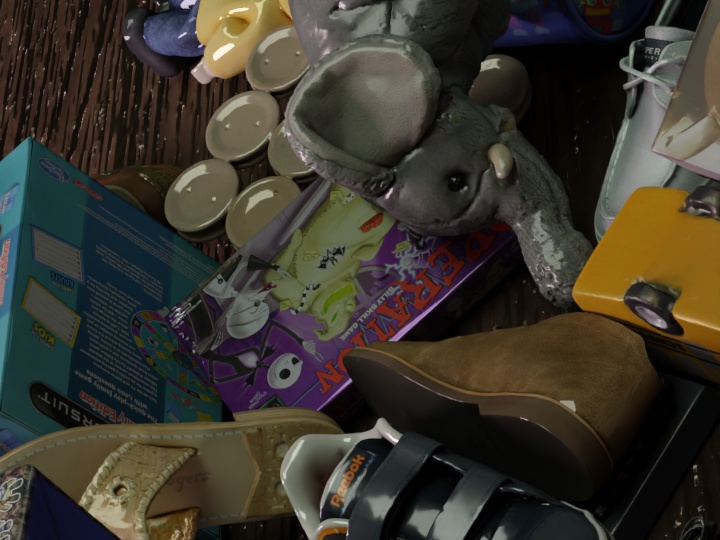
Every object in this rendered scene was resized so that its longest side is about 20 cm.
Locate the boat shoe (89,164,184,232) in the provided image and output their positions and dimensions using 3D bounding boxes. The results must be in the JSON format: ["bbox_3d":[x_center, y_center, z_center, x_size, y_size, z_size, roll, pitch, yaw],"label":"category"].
[{"bbox_3d":[-0.176,-0.018,1.397,0.199,0.072,0.068,-11,22,45],"label":"boat shoe"}]

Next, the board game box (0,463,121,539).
[{"bbox_3d":[-0.180,0.194,1.006,0.199,0.159,0.097,-22,42,26],"label":"board game box"}]

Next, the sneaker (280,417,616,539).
[{"bbox_3d":[0.031,0.119,1.023,0.199,0.079,0.079,5,57,55],"label":"sneaker"}]

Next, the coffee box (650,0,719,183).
[{"bbox_3d":[0.224,-0.123,0.999,0.113,0.080,0.201,23,94,27],"label":"coffee box"}]

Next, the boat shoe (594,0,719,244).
[{"bbox_3d":[0.161,-0.099,1.123,0.070,0.071,0.202,8,62,48],"label":"boat shoe"}]

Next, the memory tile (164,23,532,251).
[{"bbox_3d":[-0.009,-0.067,1.278,0.199,0.017,0.154,14,66,36],"label":"memory tile"}]

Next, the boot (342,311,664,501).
[{"bbox_3d":[0.067,0.056,1.077,0.075,0.074,0.199,-46,28,-22],"label":"boot"}]

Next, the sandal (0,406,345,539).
[{"bbox_3d":[-0.100,0.116,1.104,0.210,0.078,0.070,-12,17,-13],"label":"sandal"}]

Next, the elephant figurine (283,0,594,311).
[{"bbox_3d":[0.027,-0.080,1.141,0.155,0.141,0.202,-13,70,55],"label":"elephant figurine"}]

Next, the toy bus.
[{"bbox_3d":[0.182,0.017,0.988,0.199,0.078,0.065,18,68,51],"label":"toy bus"}]

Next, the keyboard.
[{"bbox_3d":[0.099,0.134,1.011,0.127,0.021,0.201,18,71,51],"label":"keyboard"}]

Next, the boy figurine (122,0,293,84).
[{"bbox_3d":[-0.059,-0.172,1.419,0.199,0.064,0.125,-2,54,43],"label":"boy figurine"}]

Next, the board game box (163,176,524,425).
[{"bbox_3d":[0.000,0.000,1.198,0.200,0.032,0.120,-42,56,2],"label":"board game box"}]

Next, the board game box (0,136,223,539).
[{"bbox_3d":[-0.143,0.045,1.220,0.047,0.151,0.201,-35,36,30],"label":"board game box"}]

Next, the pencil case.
[{"bbox_3d":[0.071,-0.170,1.269,0.078,0.087,0.199,-26,22,-39],"label":"pencil case"}]
